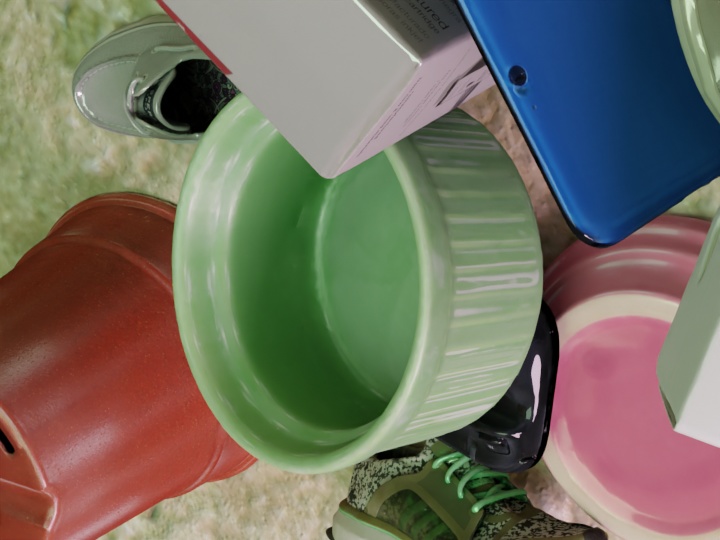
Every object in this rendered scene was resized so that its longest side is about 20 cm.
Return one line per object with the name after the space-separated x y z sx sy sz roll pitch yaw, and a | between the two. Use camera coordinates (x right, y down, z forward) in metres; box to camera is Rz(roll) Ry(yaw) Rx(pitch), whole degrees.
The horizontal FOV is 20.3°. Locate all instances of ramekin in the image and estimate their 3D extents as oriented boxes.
0.000 0.000 1.032 0.200 0.098 0.200 5 96 48 | ramekin

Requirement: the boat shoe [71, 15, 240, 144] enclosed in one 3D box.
-0.096 -0.101 1.134 0.200 0.069 0.072 6 115 33 | boat shoe

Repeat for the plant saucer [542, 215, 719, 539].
0.164 0.072 1.049 0.200 0.051 0.201 16 121 29 | plant saucer

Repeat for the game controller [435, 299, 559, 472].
0.032 0.032 1.102 0.200 0.042 0.104 28 113 43 | game controller

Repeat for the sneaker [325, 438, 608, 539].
0.054 0.126 1.130 0.200 0.077 0.089 4 98 46 | sneaker

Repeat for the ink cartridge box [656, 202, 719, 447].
0.235 0.024 0.788 0.200 0.083 0.146 20 102 0 | ink cartridge box

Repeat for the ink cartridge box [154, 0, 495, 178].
0.007 -0.147 0.954 0.147 0.200 0.083 46 127 7 | ink cartridge box

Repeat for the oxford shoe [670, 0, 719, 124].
0.187 -0.070 0.845 0.058 0.075 0.200 -12 109 46 | oxford shoe

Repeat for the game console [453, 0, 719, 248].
0.092 -0.123 0.904 0.118 0.171 0.200 -27 95 -3 | game console

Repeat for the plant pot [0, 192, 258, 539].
-0.181 0.080 1.201 0.201 0.195 0.201 16 120 29 | plant pot
